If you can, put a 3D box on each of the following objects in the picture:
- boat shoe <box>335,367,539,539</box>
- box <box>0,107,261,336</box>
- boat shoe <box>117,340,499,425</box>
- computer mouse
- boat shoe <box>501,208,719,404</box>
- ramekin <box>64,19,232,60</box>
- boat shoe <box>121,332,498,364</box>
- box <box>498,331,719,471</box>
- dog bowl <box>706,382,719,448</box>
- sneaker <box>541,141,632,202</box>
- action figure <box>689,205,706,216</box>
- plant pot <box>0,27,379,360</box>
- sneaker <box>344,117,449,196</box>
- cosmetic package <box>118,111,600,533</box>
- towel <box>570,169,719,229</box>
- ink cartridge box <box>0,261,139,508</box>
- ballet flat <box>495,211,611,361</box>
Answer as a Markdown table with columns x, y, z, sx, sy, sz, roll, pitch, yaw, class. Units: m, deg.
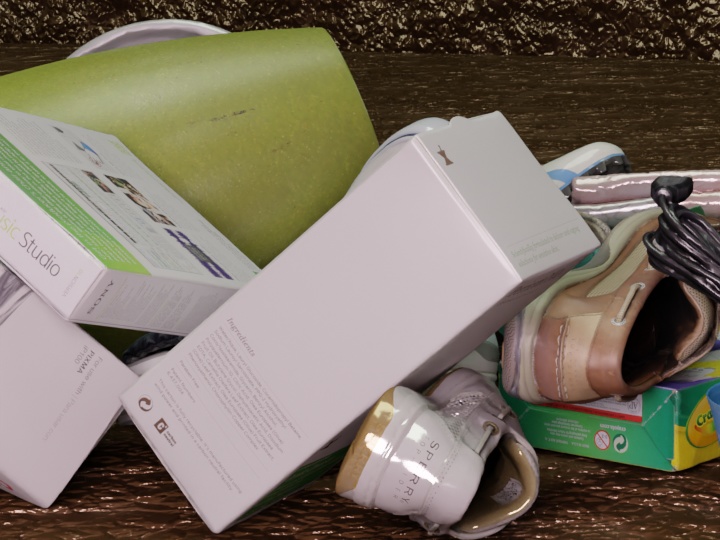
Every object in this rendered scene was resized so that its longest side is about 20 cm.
| x | y | z | sx | sy | sz | roll | pitch | yaw | class |
| --- | --- | --- | --- | --- | --- | --- | --- | --- | --- |
| 0.047 | 0.091 | 1.266 | 0.069 | 0.071 | 0.200 | 28 | 9 | 13 | boat shoe |
| -0.132 | -0.024 | 1.380 | 0.144 | 0.036 | 0.200 | 41 | 11 | 22 | box |
| -0.031 | 0.067 | 1.407 | 0.201 | 0.065 | 0.074 | -2 | -7 | 3 | boat shoe |
| 0.197 | 0.003 | 1.356 | 0.140 | 0.046 | 0.200 | 40 | 23 | 8 | computer mouse |
| 0.143 | 0.022 | 1.374 | 0.072 | 0.076 | 0.200 | 9 | 24 | 31 | boat shoe |
| -0.112 | -0.052 | 1.761 | 0.201 | 0.203 | 0.094 | 1 | -2 | 12 | ramekin |
| -0.029 | 0.054 | 1.483 | 0.200 | 0.071 | 0.091 | -3 | 8 | 36 | boat shoe |
| 0.178 | 0.058 | 1.473 | 0.117 | 0.049 | 0.200 | 7 | 11 | 41 | box |
| 0.253 | 0.075 | 1.348 | 0.199 | 0.050 | 0.111 | -10 | 13 | -40 | dog bowl |
| 0.070 | -0.027 | 1.672 | 0.200 | 0.073 | 0.072 | -32 | -22 | 24 | sneaker |
| 0.111 | 0.019 | 1.600 | 0.199 | 0.055 | 0.118 | -10 | -38 | 18 | action figure |
| -0.094 | -0.057 | 1.606 | 0.199 | 0.188 | 0.187 | -23 | 12 | -5 | plant pot |
| 0.000 | 0.000 | 1.554 | 0.073 | 0.200 | 0.071 | 41 | 39 | 11 | sneaker |
| -0.001 | 0.022 | 1.283 | 0.200 | 0.085 | 0.108 | -40 | -9 | 27 | cosmetic package |
| 0.221 | -0.008 | 1.642 | 0.190 | 0.032 | 0.200 | -1 | -21 | 9 | towel |
| -0.223 | 0.018 | 1.349 | 0.200 | 0.083 | 0.146 | 42 | -15 | -29 | ink cartridge box |
| 0.084 | 0.018 | 1.509 | 0.067 | 0.068 | 0.200 | 3 | -19 | -40 | ballet flat |
